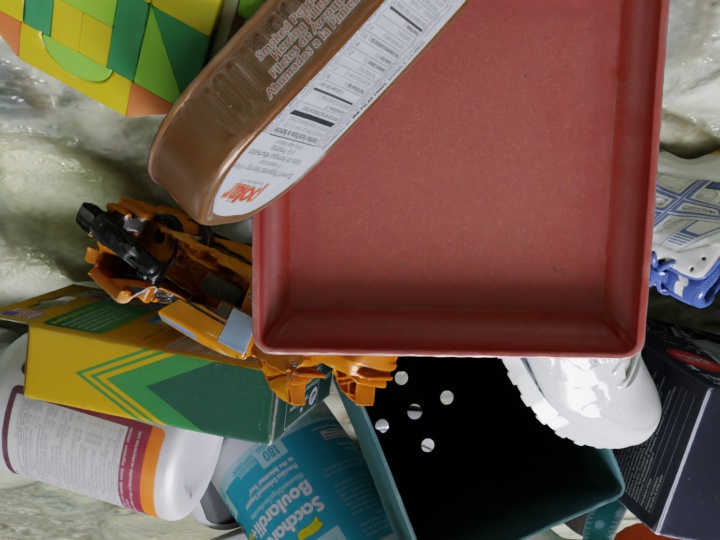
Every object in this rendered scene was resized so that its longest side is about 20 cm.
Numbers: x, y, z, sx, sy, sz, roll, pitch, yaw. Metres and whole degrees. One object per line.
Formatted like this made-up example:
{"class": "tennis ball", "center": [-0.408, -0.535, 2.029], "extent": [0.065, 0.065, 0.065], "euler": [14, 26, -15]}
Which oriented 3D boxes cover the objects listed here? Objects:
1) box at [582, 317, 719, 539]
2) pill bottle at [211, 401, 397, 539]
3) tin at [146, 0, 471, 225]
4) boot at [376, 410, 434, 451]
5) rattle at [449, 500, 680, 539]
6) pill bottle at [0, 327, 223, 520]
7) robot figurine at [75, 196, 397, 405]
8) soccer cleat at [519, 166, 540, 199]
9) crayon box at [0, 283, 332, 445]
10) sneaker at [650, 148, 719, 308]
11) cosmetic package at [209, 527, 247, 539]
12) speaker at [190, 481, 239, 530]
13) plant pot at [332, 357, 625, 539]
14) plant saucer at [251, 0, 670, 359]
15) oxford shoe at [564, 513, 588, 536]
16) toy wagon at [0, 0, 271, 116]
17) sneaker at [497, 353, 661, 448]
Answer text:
{"class": "box", "center": [0.256, 0.113, 0.920], "extent": [0.199, 0.105, 0.182], "euler": [13, -170, -23]}
{"class": "pill bottle", "center": [-0.024, 0.201, 1.007], "extent": [0.111, 0.200, 0.111], "euler": [-31, 156, -16]}
{"class": "tin", "center": [-0.010, -0.098, 0.567], "extent": [0.200, 0.042, 0.112], "euler": [-46, 166, 11]}
{"class": "boot", "center": [0.078, 0.192, 1.180], "extent": [0.200, 0.096, 0.073], "euler": [21, 146, -34]}
{"class": "rattle", "center": [0.115, 0.193, 0.861], "extent": [0.199, 0.130, 0.143], "euler": [-22, 138, 7]}
{"class": "pill bottle", "center": [-0.208, 0.106, 0.969], "extent": [0.199, 0.110, 0.110], "euler": [15, 155, 12]}
{"class": "robot figurine", "center": [-0.079, 0.013, 0.773], "extent": [0.200, 0.058, 0.145], "euler": [27, -171, 32]}
{"class": "soccer cleat", "center": [0.006, -0.055, 0.717], "extent": [0.199, 0.084, 0.065], "euler": [-6, 148, 11]}
{"class": "crayon box", "center": [-0.129, 0.058, 0.863], "extent": [0.199, 0.052, 0.126], "euler": [10, -169, 14]}
{"class": "sneaker", "center": [0.178, -0.022, 0.777], "extent": [0.199, 0.088, 0.075], "euler": [-4, 154, 13]}
{"class": "cosmetic package", "center": [-0.015, 0.289, 1.219], "extent": [0.165, 0.165, 0.200], "euler": [-27, 171, 42]}
{"class": "speaker", "center": [-0.127, 0.157, 1.136], "extent": [0.081, 0.082, 0.200], "euler": [1, 152, 0]}
{"class": "plant pot", "center": [0.060, 0.104, 0.914], "extent": [0.141, 0.142, 0.200], "euler": [-22, -177, -12]}
{"class": "plant saucer", "center": [0.046, -0.057, 0.657], "extent": [0.199, 0.200, 0.037], "euler": [1, -166, -1]}
{"class": "oxford shoe", "center": [0.168, 0.140, 1.028], "extent": [0.071, 0.200, 0.072], "euler": [-9, 112, -9]}
{"class": "toy wagon", "center": [-0.105, -0.143, 0.544], "extent": [0.155, 0.040, 0.200], "euler": [28, 149, -1]}
{"class": "sneaker", "center": [0.128, 0.033, 0.774], "extent": [0.080, 0.077, 0.200], "euler": [-19, 125, 41]}
